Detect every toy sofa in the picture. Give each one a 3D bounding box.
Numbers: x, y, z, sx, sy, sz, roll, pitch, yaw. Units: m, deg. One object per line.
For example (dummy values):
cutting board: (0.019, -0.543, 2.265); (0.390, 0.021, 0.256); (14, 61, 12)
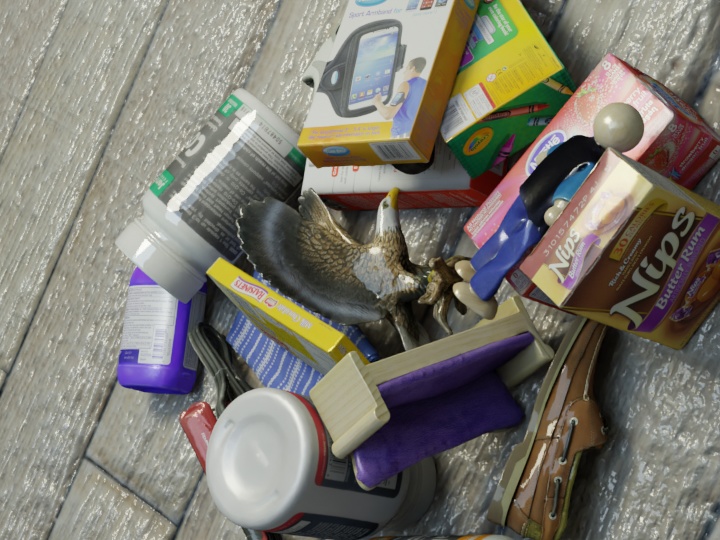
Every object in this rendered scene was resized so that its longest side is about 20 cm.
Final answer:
toy sofa: (0.067, 0.100, 1.366); (0.083, 0.200, 0.098); (-46, 67, 50)

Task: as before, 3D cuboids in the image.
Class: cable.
cable: (-0.133, 0.124, 1.597); (0.200, 0.097, 0.050); (46, 109, 37)

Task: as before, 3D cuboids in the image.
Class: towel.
towel: (-0.060, 0.074, 1.569); (0.200, 0.024, 0.145); (49, 130, 36)

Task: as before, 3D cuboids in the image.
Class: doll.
doll: (0.149, -0.057, 1.294); (0.200, 0.048, 0.137); (-50, 13, 26)

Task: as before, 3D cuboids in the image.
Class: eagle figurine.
eagle figurine: (0.002, -0.007, 1.495); (0.199, 0.152, 0.151); (6, 52, 21)

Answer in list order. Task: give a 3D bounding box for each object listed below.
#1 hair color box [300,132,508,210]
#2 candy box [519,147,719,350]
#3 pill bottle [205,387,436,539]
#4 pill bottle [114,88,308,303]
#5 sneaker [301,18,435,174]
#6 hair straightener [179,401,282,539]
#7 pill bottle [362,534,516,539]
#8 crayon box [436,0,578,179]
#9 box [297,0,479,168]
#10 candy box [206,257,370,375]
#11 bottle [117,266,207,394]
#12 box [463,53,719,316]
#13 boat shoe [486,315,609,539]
hair color box: (0.043, -0.113, 1.541); (0.200, 0.061, 0.102); (1, 78, 38)
candy box: (0.224, -0.012, 1.276); (0.117, 0.200, 0.056); (-54, 51, 15)
pill bottle: (-0.028, 0.175, 1.430); (0.119, 0.200, 0.120); (-12, 71, 36)
pill bottle: (-0.143, -0.072, 1.619); (0.200, 0.113, 0.113); (-49, 52, -1)
sneaker: (0.003, -0.138, 1.497); (0.089, 0.074, 0.200); (-44, 43, 18)
hair straightener: (-0.105, 0.217, 1.567); (0.041, 0.077, 0.200); (-36, 71, 4)
pill bottle: (0.084, 0.279, 1.366); (0.200, 0.116, 0.117); (-9, 73, 37)
crayon box: (0.104, -0.188, 1.444); (0.119, 0.058, 0.200); (-32, 46, 9)
box: (0.029, -0.184, 1.423); (0.119, 0.041, 0.201); (-1, 61, 35)
candy box: (-0.055, 0.057, 1.479); (0.026, 0.102, 0.200); (-50, 43, -9)
bottle: (-0.201, 0.027, 1.699); (0.083, 0.065, 0.201); (-1, 77, 32)
box: (0.197, -0.070, 1.379); (0.200, 0.100, 0.096); (-51, 53, 17)
boat shoe: (0.175, 0.132, 1.372); (0.068, 0.072, 0.201); (22, 86, 14)
